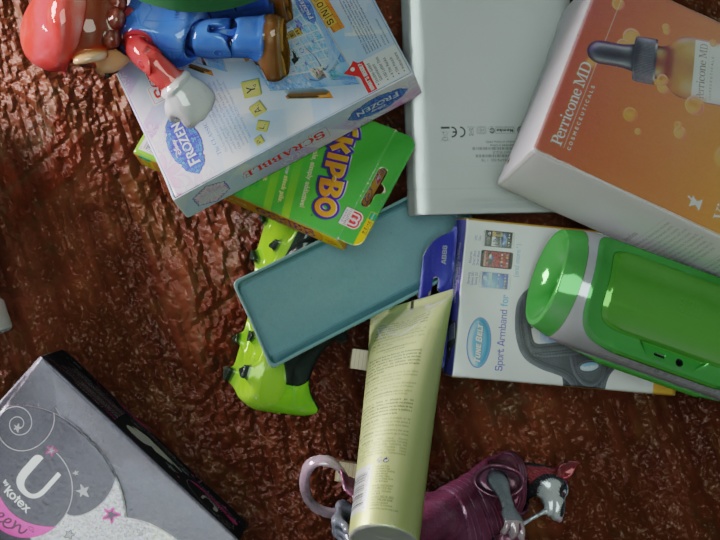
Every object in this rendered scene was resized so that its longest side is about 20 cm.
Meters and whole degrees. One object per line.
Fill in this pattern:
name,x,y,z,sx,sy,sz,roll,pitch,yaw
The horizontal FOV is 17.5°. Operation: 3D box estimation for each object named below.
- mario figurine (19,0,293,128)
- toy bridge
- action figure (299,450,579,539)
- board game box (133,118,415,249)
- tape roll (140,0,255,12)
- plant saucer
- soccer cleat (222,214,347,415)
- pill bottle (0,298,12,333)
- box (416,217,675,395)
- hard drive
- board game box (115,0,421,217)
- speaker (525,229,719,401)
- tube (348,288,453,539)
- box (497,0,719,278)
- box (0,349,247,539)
mario figurine,-0.148,-0.169,1.702,0.198,0.124,0.107,0,111,5
toy bridge,0.025,0.071,1.777,0.067,0.027,0.202,7,89,0
action figure,0.074,0.185,1.750,0.199,0.134,0.149,-27,52,-21
board game box,-0.062,-0.089,1.738,0.199,0.030,0.096,22,75,23
tape roll,-0.116,-0.283,1.655,0.199,0.048,0.202,1,72,-3
plant saucer,0.000,0.000,1.737,0.199,0.019,0.070,-27,95,-24
soccer cleat,-0.043,0.011,1.766,0.081,0.067,0.201,19,82,-27
pill bottle,-0.337,-0.035,1.742,0.116,0.116,0.201,-20,89,1
box,0.143,0.026,1.749,0.199,0.041,0.120,5,90,-13
hard drive,0.096,-0.143,1.758,0.131,0.027,0.202,-2,90,-18
board game box,-0.085,-0.171,1.739,0.199,0.041,0.201,-27,66,1
speaker,0.225,0.037,1.703,0.199,0.088,0.089,20,90,-12
tube,0.029,0.107,1.689,0.058,0.052,0.201,7,58,-1
box,0.225,-0.100,1.705,0.199,0.106,0.153,23,76,-6
box,-0.201,0.174,1.738,0.200,0.115,0.132,43,91,2
